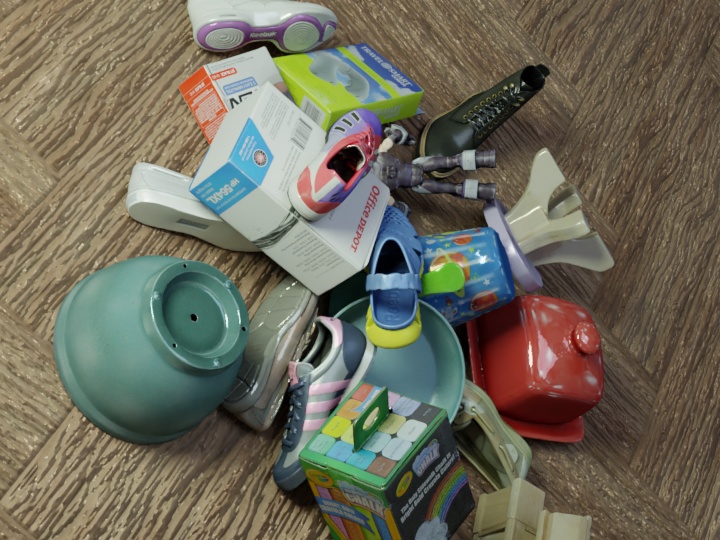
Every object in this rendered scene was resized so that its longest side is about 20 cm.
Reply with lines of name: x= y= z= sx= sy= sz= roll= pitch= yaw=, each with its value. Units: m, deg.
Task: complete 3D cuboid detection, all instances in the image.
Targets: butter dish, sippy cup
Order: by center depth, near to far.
sippy cup: x=0.118 y=0.008 z=1.709 sx=0.178 sy=0.130 sz=0.140 roll=-90 pitch=161 yaw=-55
butter dish: x=0.250 y=0.108 z=1.795 sx=0.200 sy=0.148 sz=0.200 roll=13 pitch=60 yaw=-36

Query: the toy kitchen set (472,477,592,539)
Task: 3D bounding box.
toy kitchen set: x=0.143 y=0.307 z=1.592 sx=0.180 sy=0.163 sz=0.200 roll=34 pitch=50 yaw=-24

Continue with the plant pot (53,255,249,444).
plant pot: x=-0.200 y=0.066 z=1.439 sx=0.200 sy=0.134 sz=0.200 roll=19 pitch=57 yaw=-32

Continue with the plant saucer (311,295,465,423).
plant saucer: x=0.026 y=0.125 z=1.627 sx=0.200 sy=0.036 sz=0.200 roll=-1 pitch=92 yaw=-21

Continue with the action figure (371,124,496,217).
action figure: x=0.074 y=-0.122 z=1.783 sx=0.200 sy=0.069 sz=0.130 roll=2 pitch=98 yaw=-4

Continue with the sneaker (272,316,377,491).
sneaker: x=-0.061 y=0.144 z=1.538 sx=0.082 sy=0.070 sz=0.200 roll=35 pitch=71 yaw=-26

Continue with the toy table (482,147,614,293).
toy table: x=0.242 y=-0.058 z=1.831 sx=0.184 sy=0.117 sz=0.200 roll=55 pitch=13 yaw=-25

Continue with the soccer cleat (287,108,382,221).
soccer cleat: x=-0.011 y=-0.128 z=1.531 sx=0.068 sy=0.073 sz=0.200 roll=49 pitch=40 yaw=-11

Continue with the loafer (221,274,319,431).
loafer: x=-0.095 y=0.092 z=1.573 sx=0.063 sy=0.072 sz=0.200 roll=52 pitch=49 yaw=-33

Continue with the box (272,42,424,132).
box: x=-0.013 y=-0.235 z=1.780 sx=0.200 sy=0.048 sz=0.122 roll=-19 pitch=53 yaw=-44

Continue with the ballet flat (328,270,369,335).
ballet flat: x=0.000 y=0.000 z=1.690 sx=0.075 sy=0.068 sz=0.200 roll=35 pitch=53 yaw=-67

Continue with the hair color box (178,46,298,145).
hair color box: x=-0.121 y=-0.161 z=1.671 sx=0.111 sy=0.064 sz=0.200 roll=-28 pitch=90 yaw=-46

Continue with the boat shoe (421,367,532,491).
boat shoe: x=0.135 y=0.200 z=1.707 sx=0.201 sy=0.073 sz=0.063 roll=48 pitch=41 yaw=-22

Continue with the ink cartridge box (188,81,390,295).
ink cartridge box: x=-0.076 y=-0.090 z=1.564 sx=0.200 sy=0.084 sz=0.146 roll=41 pitch=42 yaw=-21

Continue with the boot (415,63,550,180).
boot: x=0.166 y=-0.212 z=1.891 sx=0.077 sy=0.138 sz=0.200 roll=48 pitch=47 yaw=-12

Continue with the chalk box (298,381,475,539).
chalk box: x=0.025 y=0.211 z=1.496 sx=0.125 sy=0.124 sz=0.200 roll=-46 pitch=134 yaw=-33

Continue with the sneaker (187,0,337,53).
sneaker: x=-0.122 y=-0.326 z=1.729 sx=0.200 sy=0.075 sz=0.100 roll=-3 pitch=54 yaw=-30

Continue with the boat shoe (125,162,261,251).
boat shoe: x=-0.175 y=-0.074 z=1.584 sx=0.200 sy=0.072 sz=0.069 roll=12 pitch=62 yaw=-26

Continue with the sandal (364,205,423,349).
sandal: x=0.038 y=-0.009 z=1.579 sx=0.079 sy=0.087 sz=0.200 roll=-5 pitch=45 yaw=-4
